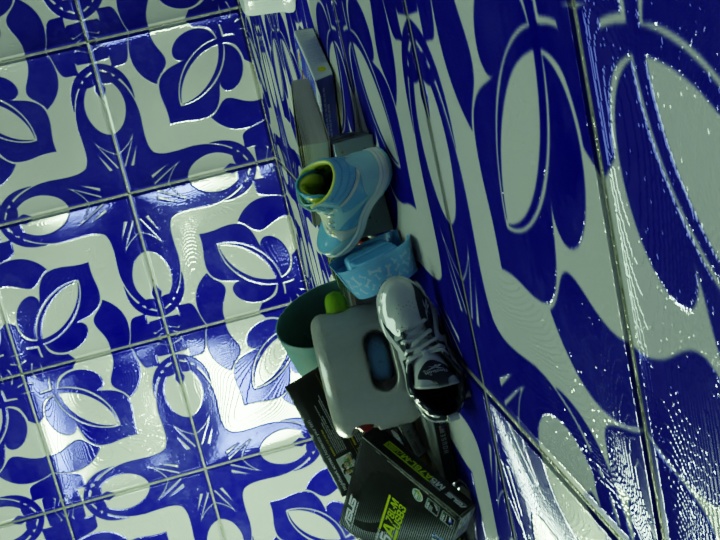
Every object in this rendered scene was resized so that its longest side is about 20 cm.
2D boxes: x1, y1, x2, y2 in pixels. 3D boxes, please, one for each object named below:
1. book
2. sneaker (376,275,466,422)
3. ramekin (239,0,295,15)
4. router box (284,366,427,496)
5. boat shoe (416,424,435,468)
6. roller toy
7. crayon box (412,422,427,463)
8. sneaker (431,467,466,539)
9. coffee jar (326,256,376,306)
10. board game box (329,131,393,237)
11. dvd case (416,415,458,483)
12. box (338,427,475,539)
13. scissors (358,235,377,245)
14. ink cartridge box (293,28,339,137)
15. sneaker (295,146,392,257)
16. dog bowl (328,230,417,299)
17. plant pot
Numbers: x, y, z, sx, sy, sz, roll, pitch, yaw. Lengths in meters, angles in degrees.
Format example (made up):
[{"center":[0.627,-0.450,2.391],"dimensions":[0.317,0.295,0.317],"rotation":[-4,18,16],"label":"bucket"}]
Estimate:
[{"center":[-0.074,-0.183,1.724],"dimensions":[0.200,0.048,0.134],"rotation":[84,174,-56],"label":"book"},{"center":[0.082,0.105,1.393],"dimensions":[0.130,0.079,0.200],"rotation":[-156,52,-80],"label":"sneaker"},{"center":[-0.195,-0.586,2.124],"dimensions":[0.200,0.098,0.201],"rotation":[165,90,-83],"label":"ramekin"},{"center":[-0.009,0.233,1.738],"dimensions":[0.200,0.149,0.051],"rotation":[62,-158,7],"label":"router box"},{"center":[0.084,0.302,1.838],"dimensions":[0.072,0.067,0.200],"rotation":[96,159,-71],"label":"boat shoe"},{"center":[0.014,0.140,1.578],"dimensions":[0.183,0.139,0.200],"rotation":[-105,2,-54],"label":"roller toy"},{"center":[0.035,0.290,1.782],"dimensions":[0.051,0.127,0.200],"rotation":[-12,-95,-71],"label":"crayon box"},{"center":[0.111,0.404,1.720],"dimensions":[0.078,0.086,0.200],"rotation":[-132,20,-73],"label":"sneaker"},{"center":[0.000,0.000,1.814],"dimensions":[0.200,0.085,0.104],"rotation":[-119,15,-62],"label":"coffee jar"},{"center":[-0.011,-0.136,1.715],"dimensions":[0.200,0.064,0.148],"rotation":[-144,41,-78],"label":"board game box"},{"center":[0.101,0.203,1.677],"dimensions":[0.150,0.025,0.200],"rotation":[-124,20,-71],"label":"dvd case"},{"center":[0.064,0.359,1.636],"dimensions":[0.193,0.047,0.200],"rotation":[35,132,25],"label":"box"},{"center":[0.036,-0.029,1.722],"dimensions":[0.200,0.073,0.014],"rotation":[30,112,48],"label":"scissors"},{"center":[-0.066,-0.288,1.938],"dimensions":[0.198,0.047,0.200],"rotation":[85,167,-46],"label":"ink cartridge box"},{"center":[-0.050,-0.090,1.549],"dimensions":[0.080,0.130,0.200],"rotation":[55,136,30],"label":"sneaker"},{"center":[0.021,-0.007,1.561],"dimensions":[0.050,0.111,0.200],"rotation":[63,175,-8],"label":"dog bowl"},{"center":[-0.023,0.133,1.879],"dimensions":[0.201,0.200,0.161],"rotation":[-117,5,-61],"label":"plant pot"}]
